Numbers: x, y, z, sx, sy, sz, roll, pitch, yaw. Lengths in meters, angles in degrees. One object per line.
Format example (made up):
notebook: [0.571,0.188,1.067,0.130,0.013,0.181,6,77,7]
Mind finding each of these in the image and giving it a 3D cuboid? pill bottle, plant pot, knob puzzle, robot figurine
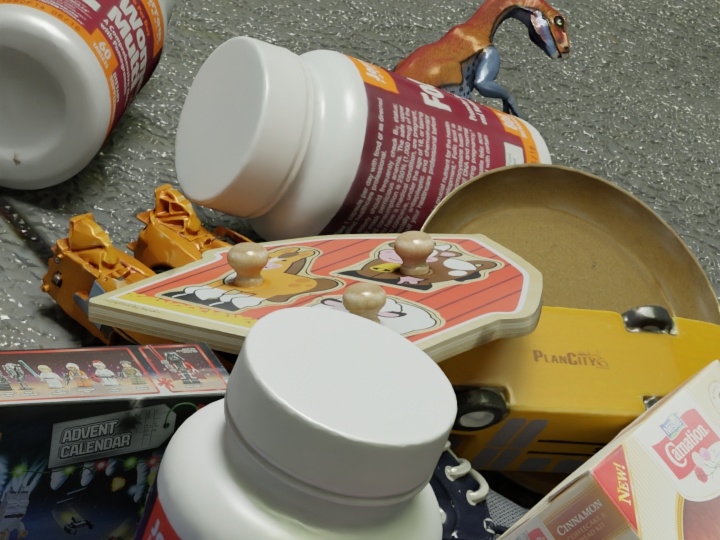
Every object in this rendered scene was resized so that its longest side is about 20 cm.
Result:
pill bottle: [0.002,-0.059,1.174,0.199,0.114,0.114,16,27,-33]
pill bottle: [-0.177,-0.135,1.218,0.109,0.110,0.200,22,29,-1]
plant pot: [0.111,0.037,1.127,0.199,0.027,0.201,9,63,-19]
knob puzzle: [0.000,0.000,0.987,0.218,0.031,0.220,-1,15,0]
robot figurine: [-0.060,0.035,1.060,0.200,0.058,0.145,33,31,21]
pill bottle: [-0.035,0.119,0.786,0.111,0.201,0.112,16,28,-9]

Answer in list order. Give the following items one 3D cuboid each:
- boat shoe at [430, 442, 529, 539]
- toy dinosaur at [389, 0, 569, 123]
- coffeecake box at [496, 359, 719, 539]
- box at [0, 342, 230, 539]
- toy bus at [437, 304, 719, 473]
boat shoe: [0.030,0.099,0.946,0.199,0.093,0.075,6,5,-26]
toy dinosaur: [0.069,-0.126,1.326,0.105,0.200,0.182,22,71,21]
coffeecake box: [0.172,0.159,0.924,0.200,0.073,0.153,52,34,6]
box: [-0.155,0.097,0.806,0.199,0.137,0.040,-1,33,-35]
toy bus: [0.105,0.061,1.047,0.199,0.078,0.065,4,57,-22]
